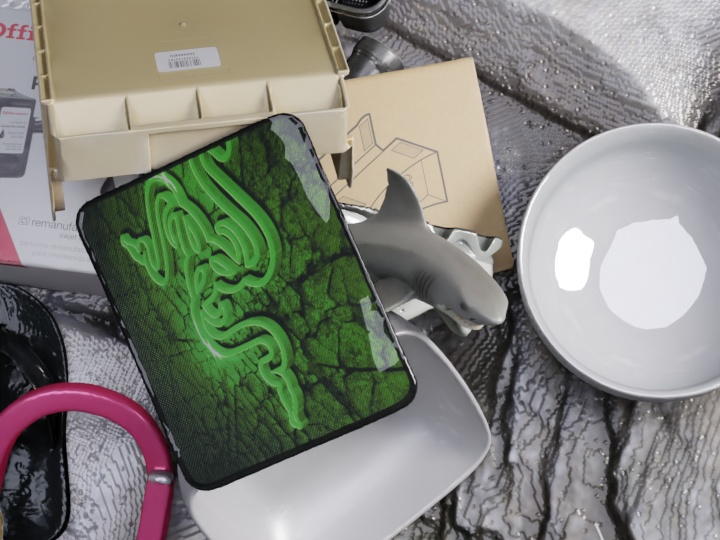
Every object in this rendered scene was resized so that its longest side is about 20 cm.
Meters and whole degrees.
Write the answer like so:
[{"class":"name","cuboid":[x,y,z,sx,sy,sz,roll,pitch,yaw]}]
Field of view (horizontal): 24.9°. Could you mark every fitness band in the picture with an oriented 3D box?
[{"class":"fitness band","cuboid":[-0.211,0.180,1.164,0.143,0.037,0.200,13,96,-1]}]

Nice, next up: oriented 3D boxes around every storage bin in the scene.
[{"class":"storage bin","cuboid":[-0.117,-0.131,1.104,0.200,0.094,0.199,-6,44,-10]}]

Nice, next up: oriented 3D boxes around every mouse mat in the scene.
[{"class":"mouse mat","cuboid":[-0.072,0.021,1.016,0.161,0.008,0.200,-24,87,8]}]

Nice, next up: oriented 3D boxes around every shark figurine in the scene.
[{"class":"shark figurine","cuboid":[-0.004,-0.023,1.064,0.214,0.128,0.090,8,112,9]}]

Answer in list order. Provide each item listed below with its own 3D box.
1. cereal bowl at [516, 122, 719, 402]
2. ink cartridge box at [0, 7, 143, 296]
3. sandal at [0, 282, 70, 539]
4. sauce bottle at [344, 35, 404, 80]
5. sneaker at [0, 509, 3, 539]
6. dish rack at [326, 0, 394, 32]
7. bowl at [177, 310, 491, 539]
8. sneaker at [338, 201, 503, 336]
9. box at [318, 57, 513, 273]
[{"class":"cereal bowl","cuboid":[0.210,0.000,1.180,0.200,0.083,0.200,-1,76,3]},{"class":"ink cartridge box","cuboid":[-0.231,-0.091,1.229,0.145,0.083,0.200,6,77,4]},{"class":"sandal","cuboid":[-0.251,0.102,1.203,0.075,0.048,0.201,-13,77,1]},{"class":"sauce bottle","cuboid":[-0.040,-0.087,1.228,0.066,0.066,0.200,37,80,11]},{"class":"sneaker","cuboid":[-0.247,0.216,1.118,0.200,0.074,0.116,13,101,4]},{"class":"dish rack","cuboid":[-0.018,-0.281,1.259,0.153,0.055,0.200,18,69,14]},{"class":"bowl","cuboid":[-0.025,0.117,1.122,0.200,0.200,0.075,-38,50,-3]},{"class":"sneaker","cuboid":[0.000,0.000,1.144,0.200,0.074,0.089,13,87,-14]},{"class":"box","cuboid":[0.004,-0.058,1.194,0.200,0.021,0.164,-12,92,-15]}]
